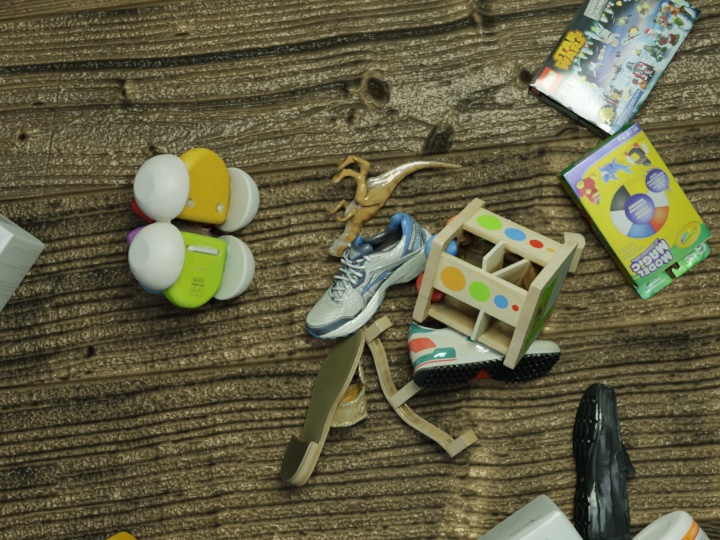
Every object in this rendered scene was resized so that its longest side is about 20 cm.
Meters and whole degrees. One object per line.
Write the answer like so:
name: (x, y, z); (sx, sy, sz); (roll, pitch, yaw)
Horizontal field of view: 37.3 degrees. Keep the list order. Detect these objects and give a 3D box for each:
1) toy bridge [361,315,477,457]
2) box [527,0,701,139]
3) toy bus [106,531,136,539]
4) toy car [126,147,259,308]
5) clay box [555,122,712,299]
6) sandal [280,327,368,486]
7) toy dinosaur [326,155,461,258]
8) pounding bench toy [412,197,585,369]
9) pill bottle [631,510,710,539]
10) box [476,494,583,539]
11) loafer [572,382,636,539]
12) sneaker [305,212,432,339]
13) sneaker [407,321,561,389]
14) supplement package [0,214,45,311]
toy bridge: (0.063, 0.150, 1.349); (0.200, 0.027, 0.067); (53, 129, 9)
box: (0.328, -0.283, 1.382); (0.137, 0.040, 0.200); (32, 88, 7)
toy bus: (-0.263, 0.423, 1.341); (0.078, 0.065, 0.200); (-39, 83, 0)
toy car: (-0.231, -0.052, 1.353); (0.150, 0.175, 0.201); (-1, 84, 38)
clay box: (0.350, -0.071, 1.340); (0.115, 0.048, 0.200); (-36, 95, 1)
sandal: (-0.026, 0.181, 1.358); (0.070, 0.078, 0.212); (29, 83, -27)
toy dinosaur: (0.018, -0.105, 1.387); (0.200, 0.060, 0.106); (-45, 108, 4)
pounding bench toy: (0.172, -0.008, 1.317); (0.156, 0.200, 0.124); (27, 129, 18)
pill bottle: (0.410, 0.398, 1.276); (0.110, 0.110, 0.200); (-39, 83, 0)
box: (0.201, 0.406, 1.258); (0.200, 0.171, 0.199); (-34, 83, 1)
loafer: (0.305, 0.241, 1.325); (0.070, 0.068, 0.201); (4, 82, -15)
sneaker: (0.000, 0.000, 1.345); (0.200, 0.085, 0.077); (-42, 42, -7)
sneaker: (0.152, 0.089, 1.336); (0.199, 0.070, 0.094); (-5, 56, -15)
supplement package: (-0.525, 0.013, 1.373); (0.117, 0.117, 0.200); (33, 87, 6)
